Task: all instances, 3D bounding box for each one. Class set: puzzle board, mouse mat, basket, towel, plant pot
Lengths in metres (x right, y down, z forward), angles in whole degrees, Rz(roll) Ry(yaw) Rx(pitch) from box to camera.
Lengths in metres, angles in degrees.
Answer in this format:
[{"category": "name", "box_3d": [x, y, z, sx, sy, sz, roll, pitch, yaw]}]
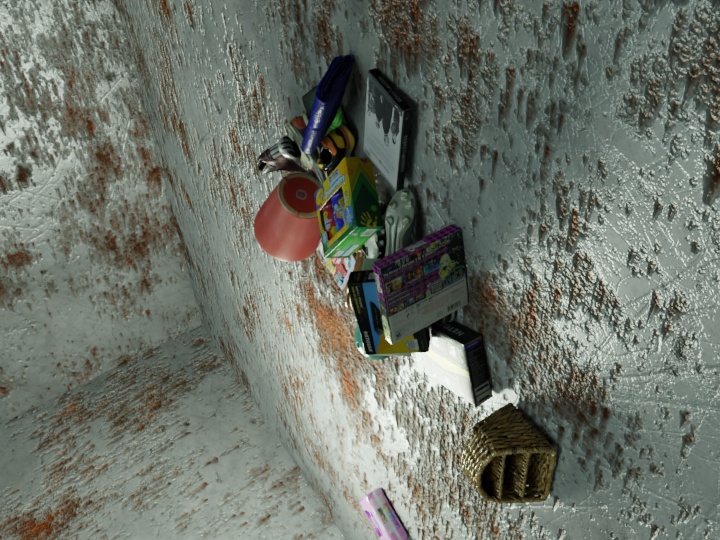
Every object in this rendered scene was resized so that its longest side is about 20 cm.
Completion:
[{"category": "puzzle board", "box_3d": [-0.069, -0.045, 2.058, 0.152, 0.017, 0.200, 59, 156, 14]}, {"category": "mouse mat", "box_3d": [-0.081, -0.364, 1.769, 0.199, 0.007, 0.164, -7, 107, 66]}, {"category": "basket", "box_3d": [0.304, 0.409, 1.535, 0.149, 0.141, 0.202, 46, 151, 39]}, {"category": "towel", "box_3d": [-0.080, -0.360, 1.594, 0.049, 0.149, 0.201, 29, 151, 0]}, {"category": "plant pot", "box_3d": [-0.178, -0.154, 1.985, 0.202, 0.198, 0.178, 57, 147, 16]}]

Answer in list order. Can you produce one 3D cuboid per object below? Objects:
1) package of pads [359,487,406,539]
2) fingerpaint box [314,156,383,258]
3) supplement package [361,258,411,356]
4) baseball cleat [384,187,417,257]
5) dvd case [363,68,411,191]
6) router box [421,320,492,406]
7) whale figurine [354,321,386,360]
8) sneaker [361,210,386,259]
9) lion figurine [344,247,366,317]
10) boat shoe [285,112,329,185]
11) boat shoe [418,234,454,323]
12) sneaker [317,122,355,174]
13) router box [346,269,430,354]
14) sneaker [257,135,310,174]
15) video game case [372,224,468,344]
[{"category": "package of pads", "box_3d": [0.081, 0.876, 2.592, 0.202, 0.075, 0.121, 57, 155, 19]}, {"category": "fingerpaint box", "box_3d": [-0.033, -0.142, 1.705, 0.200, 0.072, 0.170, -37, 59, 59]}, {"category": "supplement package", "box_3d": [0.063, 0.088, 1.710, 0.122, 0.117, 0.203, -81, -10, -49]}, {"category": "baseball cleat", "box_3d": [0.092, -0.081, 1.597, 0.069, 0.106, 0.204, 16, 104, 23]}, {"category": "dvd case", "box_3d": [0.052, -0.286, 1.509, 0.151, 0.024, 0.202, 56, 156, 36]}, {"category": "router box", "box_3d": [0.204, 0.191, 1.648, 0.199, 0.052, 0.160, 27, 137, 56]}, {"category": "whale figurine", "box_3d": [0.026, 0.141, 1.924, 0.158, 0.103, 0.203, 26, 136, 57]}, {"category": "sneaker", "box_3d": [0.042, -0.060, 1.736, 0.089, 0.073, 0.203, 53, 147, 40]}, {"category": "lion figurine", "box_3d": [0.000, 0.000, 1.795, 0.123, 0.071, 0.204, 84, -168, -65]}, {"category": "boat shoe", "box_3d": [-0.123, -0.287, 1.825, 0.071, 0.062, 0.203, -22, -91, -81]}, {"category": "boat shoe", "box_3d": [0.152, 0.028, 1.586, 0.071, 0.060, 0.205, 19, 130, 59]}, {"category": "sneaker", "box_3d": [-0.068, -0.256, 1.730, 0.070, 0.089, 0.201, 49, 156, 22]}, {"category": "router box", "box_3d": [0.064, 0.090, 1.591, 0.051, 0.146, 0.203, -74, -26, -52]}, {"category": "sneaker", "box_3d": [-0.204, -0.283, 1.891, 0.077, 0.114, 0.200, 69, -168, 12]}, {"category": "video game case", "box_3d": [0.124, 0.028, 1.470, 0.036, 0.198, 0.184, 36, 145, 50]}]
